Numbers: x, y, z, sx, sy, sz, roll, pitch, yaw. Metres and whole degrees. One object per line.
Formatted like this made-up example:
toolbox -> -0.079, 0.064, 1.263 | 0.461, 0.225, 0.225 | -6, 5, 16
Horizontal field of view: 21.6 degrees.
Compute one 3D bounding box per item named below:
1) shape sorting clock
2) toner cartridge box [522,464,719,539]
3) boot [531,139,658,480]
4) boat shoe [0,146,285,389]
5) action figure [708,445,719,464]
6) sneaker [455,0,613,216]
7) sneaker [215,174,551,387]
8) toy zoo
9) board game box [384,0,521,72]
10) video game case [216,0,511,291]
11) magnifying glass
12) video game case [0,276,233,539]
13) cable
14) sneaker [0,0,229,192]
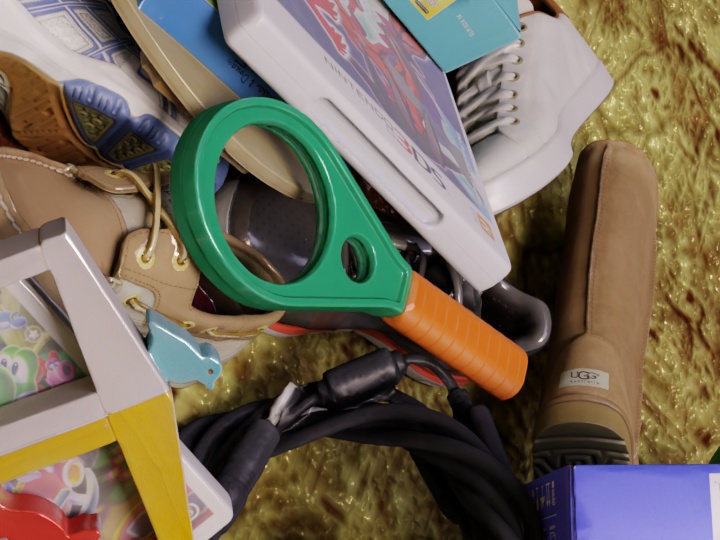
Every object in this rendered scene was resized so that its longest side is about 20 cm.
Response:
shape sorting clock -> -0.064, -0.116, 0.809 | 0.200, 0.039, 0.200 | 50, 18, -22
toner cartridge box -> 0.111, 0.112, 0.793 | 0.094, 0.200, 0.044 | 2, 78, -6
boot -> 0.127, 0.061, 0.989 | 0.201, 0.066, 0.176 | -76, 170, -47
boat shoe -> -0.091, -0.010, 0.736 | 0.200, 0.066, 0.074 | 33, 33, -64
action figure -> 0.168, 0.183, 0.970 | 0.200, 0.054, 0.119 | -58, 160, -46
sneaker -> 0.067, -0.086, 0.961 | 0.085, 0.072, 0.200 | 57, 30, -13
sneaker -> 0.016, -0.002, 0.881 | 0.199, 0.081, 0.078 | 20, 67, -43
toy zoo -> -0.140, 0.066, 0.637 | 0.198, 0.020, 0.132 | -19, 110, -3
board game box -> 0.003, -0.213, 0.889 | 0.200, 0.047, 0.152 | 45, 32, -40
video game case -> -0.008, -0.108, 0.842 | 0.182, 0.023, 0.201 | 43, 21, -38
magnifying glass -> 0.000, 0.000, 0.762 | 0.199, 0.022, 0.080 | 34, 59, -36
video game case -> -0.159, 0.057, 0.652 | 0.200, 0.143, 0.018 | 50, 5, -20
cable -> -0.012, 0.109, 0.753 | 0.201, 0.162, 0.051 | -105, -171, -50
sneaker -> -0.122, -0.102, 0.763 | 0.200, 0.075, 0.089 | 35, 57, -37
